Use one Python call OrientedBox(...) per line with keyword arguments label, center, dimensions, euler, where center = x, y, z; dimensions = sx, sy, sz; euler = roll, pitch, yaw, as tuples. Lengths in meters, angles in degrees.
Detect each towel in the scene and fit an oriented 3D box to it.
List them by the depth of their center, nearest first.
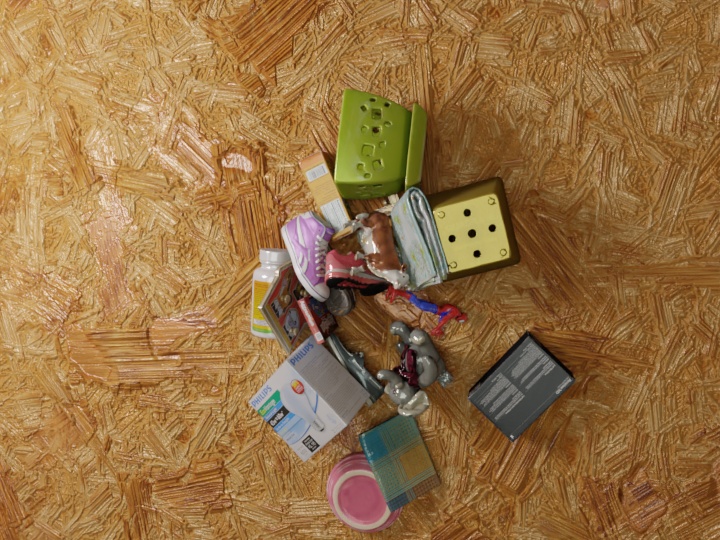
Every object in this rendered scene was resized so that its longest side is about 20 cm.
OrientedBox(label="towel", center=(0.118, -0.060, 1.304), dimensions=(0.047, 0.171, 0.203), euler=(-15, 84, -15))
OrientedBox(label="towel", center=(0.094, 0.452, 1.466), dimensions=(0.145, 0.022, 0.202), euler=(-24, 92, -10))

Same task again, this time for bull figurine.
OrientedBox(label="bull figurine", center=(0.035, -0.042, 1.339), dimensions=(0.120, 0.065, 0.202), euler=(2, 59, -24))

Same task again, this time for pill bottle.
OrientedBox(label="pill bottle", center=(-0.202, 0.052, 1.460), dimensions=(0.109, 0.111, 0.203), euler=(5, 98, 11))

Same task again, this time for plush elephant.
OrientedBox(label="plush elephant", center=(0.108, 0.235, 1.390), dimensions=(0.155, 0.164, 0.201), euler=(-43, 112, -11))

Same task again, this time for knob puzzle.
OrientedBox(label="knob puzzle", center=(-0.147, 0.064, 1.416), dimensions=(0.030, 0.219, 0.223), euler=(6, 98, 26))

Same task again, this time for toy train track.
OrientedBox(label="toy train track", center=(0.098, -0.106, 1.418), dimensions=(0.113, 0.033, 0.203), euler=(-21, 93, 13))

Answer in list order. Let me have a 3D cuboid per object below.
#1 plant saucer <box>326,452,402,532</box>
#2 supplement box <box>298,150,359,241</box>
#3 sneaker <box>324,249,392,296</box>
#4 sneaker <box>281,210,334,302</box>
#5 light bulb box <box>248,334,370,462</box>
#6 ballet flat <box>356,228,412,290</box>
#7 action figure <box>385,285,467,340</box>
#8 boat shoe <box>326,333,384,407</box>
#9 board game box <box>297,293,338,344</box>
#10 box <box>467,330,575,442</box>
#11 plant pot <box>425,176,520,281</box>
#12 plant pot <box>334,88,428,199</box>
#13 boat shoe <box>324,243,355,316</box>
OrientedBox(label="plant saucer", center=(0.009, 0.553, 1.506), dimensions=(0.197, 0.051, 0.204), euler=(2, 98, 12))
OrientedBox(label="supplement box", center=(-0.072, -0.172, 1.430), dimensions=(0.068, 0.067, 0.203), euler=(-21, 92, 11))
OrientedBox(label="sneaker", center=(0.000, 0.000, 1.388), dimensions=(0.073, 0.199, 0.088), euler=(-27, 61, 38))
OrientedBox(label="sneaker", center=(-0.096, -0.038, 1.379), dimensions=(0.113, 0.072, 0.203), euler=(-29, 81, 21))
OrientedBox(label="light bulb box", center=(-0.122, 0.299, 1.436), dimensions=(0.200, 0.125, 0.199), euler=(45, 126, 4))
OrientedBox(label="ballet flat", center=(0.064, -0.027, 1.408), dimensions=(0.199, 0.072, 0.072), euler=(36, 102, 6))
OrientedBox(label="action figure", center=(0.148, 0.107, 1.395), dimensions=(0.197, 0.065, 0.100), euler=(15, 97, -15))
OrientedBox(label="boat shoe", center=(-0.013, 0.228, 1.473), dimensions=(0.061, 0.073, 0.201), euler=(-33, 87, -13))
OrientedBox(label="board game box", center=(-0.093, 0.101, 1.397), dimensions=(0.019, 0.200, 0.104), euler=(-25, 92, 8))
OrientedBox(label="box", center=(0.360, 0.260, 1.383), dimensions=(0.141, 0.079, 0.200), euler=(44, 103, 7))
OrientedBox(label="plant pot", center=(0.235, -0.082, 1.311), dimensions=(0.197, 0.176, 0.203), euler=(-14, 94, 9))
OrientedBox(label="plant pot", center=(0.050, -0.257, 1.320), dimensions=(0.179, 0.199, 0.203), euler=(7, 88, 5))
OrientedBox(label="boat shoe", center=(-0.069, 0.014, 1.449), dimensions=(0.074, 0.073, 0.203), euler=(-25, 78, 21))
